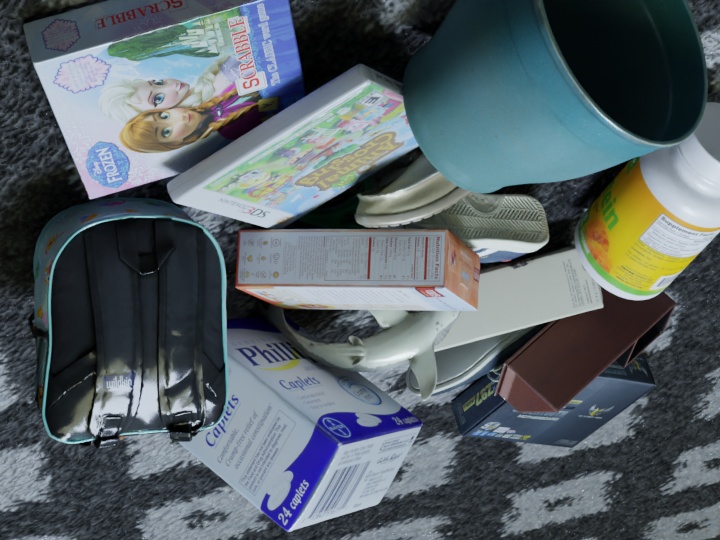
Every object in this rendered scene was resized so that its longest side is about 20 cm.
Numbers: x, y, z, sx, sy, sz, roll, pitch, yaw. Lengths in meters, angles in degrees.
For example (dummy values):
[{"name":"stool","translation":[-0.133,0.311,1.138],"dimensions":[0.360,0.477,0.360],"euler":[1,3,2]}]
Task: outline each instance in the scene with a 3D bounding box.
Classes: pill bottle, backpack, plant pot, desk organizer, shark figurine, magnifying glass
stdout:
[{"name":"pill bottle","translation":[0.301,-0.069,1.701],"dimensions":[0.110,0.112,0.200],"euler":[0,146,-29]},{"name":"backpack","translation":[-0.204,0.035,1.536],"dimensions":[0.174,0.153,0.202],"euler":[-3,111,-16]},{"name":"plant pot","translation":[0.141,-0.158,1.394],"dimensions":[0.199,0.202,0.187],"euler":[10,154,-41]},{"name":"desk organizer","translation":[0.241,0.082,1.874],"dimensions":[0.200,0.077,0.072],"euler":[-39,159,-24]},{"name":"shark figurine","translation":[0.005,0.071,1.725],"dimensions":[0.212,0.130,0.090],"euler":[-5,170,4]},{"name":"magnifying glass","translation":[-0.009,-0.050,1.658],"dimensions":[0.079,0.023,0.200],"euler":[-23,149,9]}]

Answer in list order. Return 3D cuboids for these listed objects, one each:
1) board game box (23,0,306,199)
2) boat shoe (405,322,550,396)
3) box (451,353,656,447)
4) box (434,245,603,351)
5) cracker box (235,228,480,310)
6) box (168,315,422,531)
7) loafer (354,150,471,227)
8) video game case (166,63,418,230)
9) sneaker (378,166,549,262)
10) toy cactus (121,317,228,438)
[{"name":"board game box","translation":[-0.144,-0.148,1.386],"dimensions":[0.198,0.041,0.200],"euler":[-17,151,-3]},{"name":"boat shoe","translation":[0.139,0.078,1.907],"dimensions":[0.200,0.075,0.062],"euler":[-39,141,13]},{"name":"box","translation":[0.232,0.148,2.100],"dimensions":[0.199,0.051,0.158],"euler":[10,140,-40]},{"name":"box","translation":[0.141,0.029,1.798],"dimensions":[0.198,0.069,0.082],"euler":[-14,-179,-8]},{"name":"cracker box","translation":[0.000,0.000,1.606],"dimensions":[0.198,0.058,0.134],"euler":[1,170,16]},{"name":"box","translation":[-0.072,0.141,1.697],"dimensions":[0.106,0.199,0.183],"euler":[-61,157,15]},{"name":"loafer","translation":[0.079,-0.098,1.558],"dimensions":[0.199,0.069,0.076],"euler":[-25,-170,-12]},{"name":"video game case","translation":[-0.037,-0.098,1.477],"dimensions":[0.199,0.022,0.182],"euler":[-30,162,20]},{"name":"sneaker","translation":[0.084,-0.042,1.671],"dimensions":[0.199,0.076,0.084],"euler":[15,152,-35]},{"name":"toy cactus","translation":[-0.205,0.073,1.699],"dimensions":[0.164,0.103,0.201],"euler":[-24,142,-10]}]
